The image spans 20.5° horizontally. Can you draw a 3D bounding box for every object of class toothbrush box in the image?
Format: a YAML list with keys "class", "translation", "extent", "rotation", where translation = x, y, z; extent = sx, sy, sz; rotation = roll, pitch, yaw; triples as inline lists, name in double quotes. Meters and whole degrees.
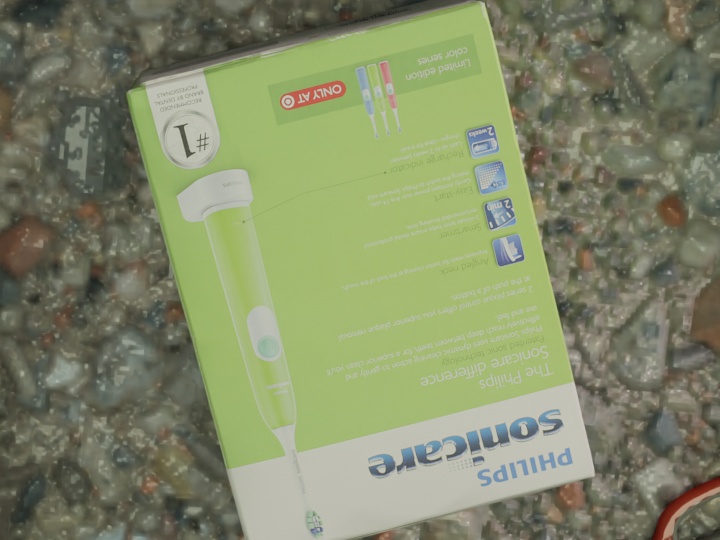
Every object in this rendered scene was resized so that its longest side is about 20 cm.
- class: "toothbrush box"
  translation: [0.000, 0.000, 0.822]
  extent: [0.145, 0.086, 0.200]
  rotation: [-15, 100, 0]

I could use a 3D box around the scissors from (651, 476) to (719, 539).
- class: "scissors"
  translation: [0.108, 0.144, 0.891]
  extent: [0.200, 0.014, 0.073]
  rotation: [-16, 103, 2]
